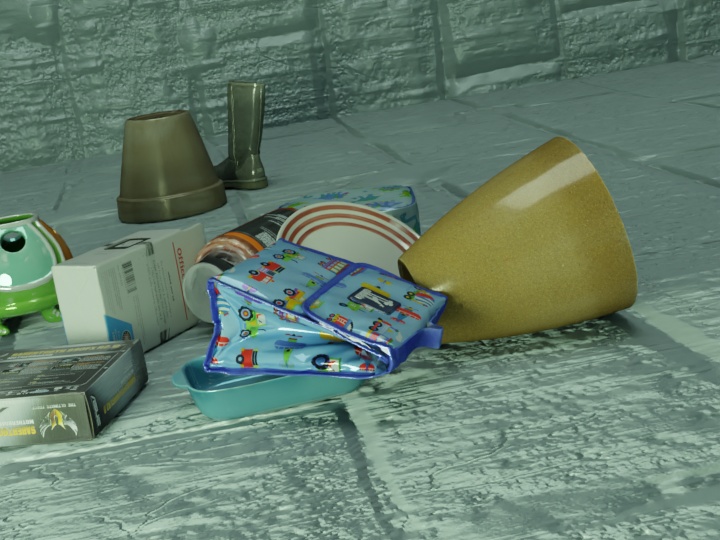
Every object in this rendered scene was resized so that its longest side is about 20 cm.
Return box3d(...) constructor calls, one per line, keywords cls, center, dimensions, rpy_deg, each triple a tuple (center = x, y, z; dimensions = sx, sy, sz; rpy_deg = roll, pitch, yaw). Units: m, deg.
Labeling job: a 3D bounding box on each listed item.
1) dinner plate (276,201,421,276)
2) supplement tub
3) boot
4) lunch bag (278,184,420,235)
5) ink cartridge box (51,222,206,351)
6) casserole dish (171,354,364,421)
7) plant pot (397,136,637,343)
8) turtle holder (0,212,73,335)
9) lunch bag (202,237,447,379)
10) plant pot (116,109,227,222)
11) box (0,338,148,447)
box3d(cls="dinner plate", center=(0.000, 0.000, 1.329), dimensions=(0.198, 0.024, 0.201), rpy_deg=(15, 41, -13))
box3d(cls="supplement tub", center=(-0.127, -0.002, 1.426), dimensions=(0.106, 0.108, 0.200), rpy_deg=(0, 16, 29))
box3d(cls="boot", center=(-0.243, -0.262, 2.316), dimensions=(0.181, 0.202, 0.072), rpy_deg=(4, 18, 39))
box3d(cls="lunch bag", center=(-0.018, -0.059, 1.634), dimensions=(0.198, 0.083, 0.161), rpy_deg=(-8, 13, 0))
box3d(cls="ink cartridge box", center=(-0.253, 0.023, 1.379), dimensions=(0.066, 0.117, 0.200), rpy_deg=(-1, 15, 29))
box3d(cls="casserole dish", center=(-0.078, 0.099, 1.141), dimensions=(0.198, 0.039, 0.121), rpy_deg=(-12, 15, -13))
box3d(cls="plant pot", center=(0.144, -0.011, 1.208), dimensions=(0.198, 0.188, 0.186), rpy_deg=(-22, 16, -7))
box3d(cls="turtle holder", center=(-0.458, 0.001, 1.546), dimensions=(0.183, 0.133, 0.141), rpy_deg=(-6, 15, 8))
box3d(cls="lunch bag", center=(-0.021, 0.048, 1.101), dimensions=(0.198, 0.095, 0.150), rpy_deg=(11, 19, 19))
box3d(cls="plant pot", center=(-0.349, -0.193, 2.167), dimensions=(0.198, 0.175, 0.200), rpy_deg=(-6, 14, 2))
box3d(cls="box", center=(-0.327, 0.121, 1.174), dimensions=(0.198, 0.049, 0.158), rpy_deg=(-5, 14, 10))
